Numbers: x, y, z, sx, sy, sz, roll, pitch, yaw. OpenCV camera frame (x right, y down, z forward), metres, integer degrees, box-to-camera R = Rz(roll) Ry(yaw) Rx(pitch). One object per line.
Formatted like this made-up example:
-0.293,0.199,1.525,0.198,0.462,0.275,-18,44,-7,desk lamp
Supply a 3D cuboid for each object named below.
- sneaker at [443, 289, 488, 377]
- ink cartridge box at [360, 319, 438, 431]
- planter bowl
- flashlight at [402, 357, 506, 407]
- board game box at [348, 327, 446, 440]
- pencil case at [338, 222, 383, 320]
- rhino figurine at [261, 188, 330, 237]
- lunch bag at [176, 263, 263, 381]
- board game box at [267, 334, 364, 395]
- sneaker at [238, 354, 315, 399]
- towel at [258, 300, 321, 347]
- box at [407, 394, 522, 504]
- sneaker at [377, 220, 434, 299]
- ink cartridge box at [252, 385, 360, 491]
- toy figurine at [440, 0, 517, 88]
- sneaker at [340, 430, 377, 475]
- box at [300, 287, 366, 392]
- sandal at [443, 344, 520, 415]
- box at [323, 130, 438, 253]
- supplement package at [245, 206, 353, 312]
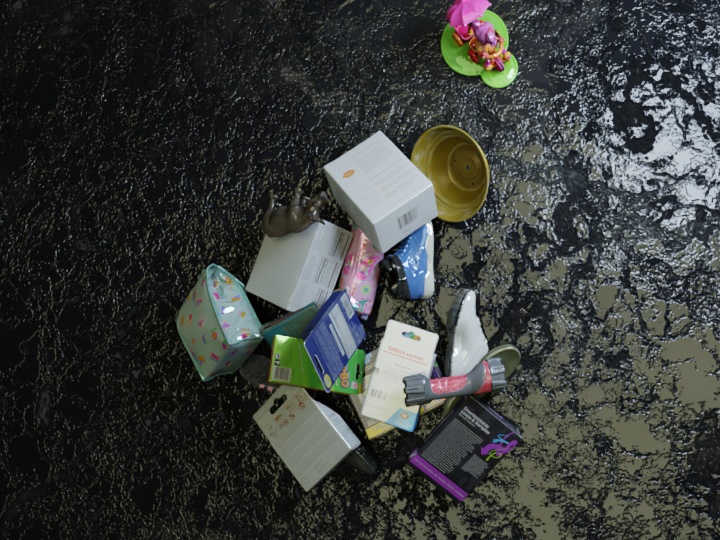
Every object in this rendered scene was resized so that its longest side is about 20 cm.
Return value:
0.224,0.139,1.605,0.086,0.075,0.203,3,99,-9,sneaker
0.085,0.212,1.573,0.114,0.067,0.203,17,89,13,ink cartridge box
0.206,-0.209,1.615,0.199,0.083,0.203,19,119,38,planter bowl
0.182,0.216,1.502,0.197,0.068,0.069,-6,65,-3,flashlight
0.074,0.240,1.637,0.198,0.057,0.167,-28,81,9,board game box
0.000,0.000,1.664,0.086,0.087,0.203,13,87,15,pencil case
-0.129,-0.116,1.567,0.198,0.060,0.089,-9,62,42,rhino figurine
-0.314,0.110,1.680,0.171,0.121,0.201,-49,62,40,lunch bag
-0.089,0.198,1.592,0.197,0.030,0.097,11,73,-16,board game box
-0.184,0.246,1.696,0.198,0.082,0.071,17,63,37,sneaker
-0.104,0.152,1.627,0.145,0.200,0.022,-26,42,16,towel
0.210,0.360,1.562,0.143,0.036,0.200,39,105,-8,box
0.093,-0.039,1.632,0.110,0.077,0.203,-2,89,-18,sneaker
-0.117,0.337,1.621,0.201,0.047,0.160,50,117,15,ink cartridge box
0.245,-0.489,1.600,0.150,0.184,0.201,-39,78,7,toy figurine
-0.050,0.379,1.654,0.199,0.076,0.091,36,103,21,sneaker
-0.058,0.139,1.538,0.032,0.200,0.122,-11,114,30,box
0.256,0.237,1.570,0.201,0.080,0.057,-46,32,1,sandal
0.042,-0.166,1.607,0.151,0.107,0.200,-33,55,-9,box
-0.133,-0.018,1.655,0.155,0.110,0.202,20,89,43,supplement package
